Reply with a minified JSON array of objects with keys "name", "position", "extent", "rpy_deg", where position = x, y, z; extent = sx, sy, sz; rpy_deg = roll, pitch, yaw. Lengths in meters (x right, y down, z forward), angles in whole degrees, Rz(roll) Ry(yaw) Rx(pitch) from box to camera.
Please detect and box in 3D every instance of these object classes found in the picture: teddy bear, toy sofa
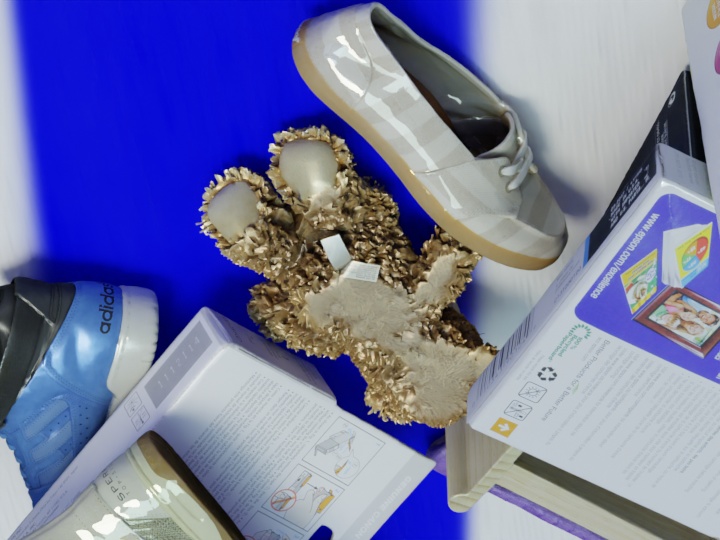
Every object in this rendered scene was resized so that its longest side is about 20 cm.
[{"name":"teddy bear","position":[0.000,0.000,1.672],"extent":[0.200,0.067,0.145],"rpy_deg":[31,115,-16]},{"name":"toy sofa","position":[0.138,0.143,1.771],"extent":[0.200,0.083,0.098],"rpy_deg":[28,124,-21]}]

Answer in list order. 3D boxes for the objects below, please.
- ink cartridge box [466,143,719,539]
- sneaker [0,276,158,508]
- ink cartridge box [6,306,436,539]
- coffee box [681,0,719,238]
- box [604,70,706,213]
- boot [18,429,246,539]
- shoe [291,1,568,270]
[{"name":"ink cartridge box","position":[0.189,0.049,1.557],"extent":[0.200,0.043,0.198],"rpy_deg":[26,126,-13]},{"name":"sneaker","position":[-0.192,0.087,1.727],"extent":[0.111,0.077,0.200],"rpy_deg":[9,126,-15]},{"name":"ink cartridge box","position":[-0.084,0.138,1.731],"extent":[0.176,0.045,0.200],"rpy_deg":[31,106,-38]},{"name":"coffee box","position":[0.300,-0.106,1.483],"extent":[0.200,0.200,0.198],"rpy_deg":[20,128,-18]},{"name":"box","position":[0.227,0.023,1.642],"extent":[0.200,0.123,0.198],"rpy_deg":[18,127,-12]},{"name":"boot","position":[-0.126,0.200,1.679],"extent":[0.155,0.072,0.200],"rpy_deg":[-34,125,-1]},{"name":"shoe","position":[0.049,-0.071,1.597],"extent":[0.053,0.070,0.200],"rpy_deg":[-31,122,34]}]
